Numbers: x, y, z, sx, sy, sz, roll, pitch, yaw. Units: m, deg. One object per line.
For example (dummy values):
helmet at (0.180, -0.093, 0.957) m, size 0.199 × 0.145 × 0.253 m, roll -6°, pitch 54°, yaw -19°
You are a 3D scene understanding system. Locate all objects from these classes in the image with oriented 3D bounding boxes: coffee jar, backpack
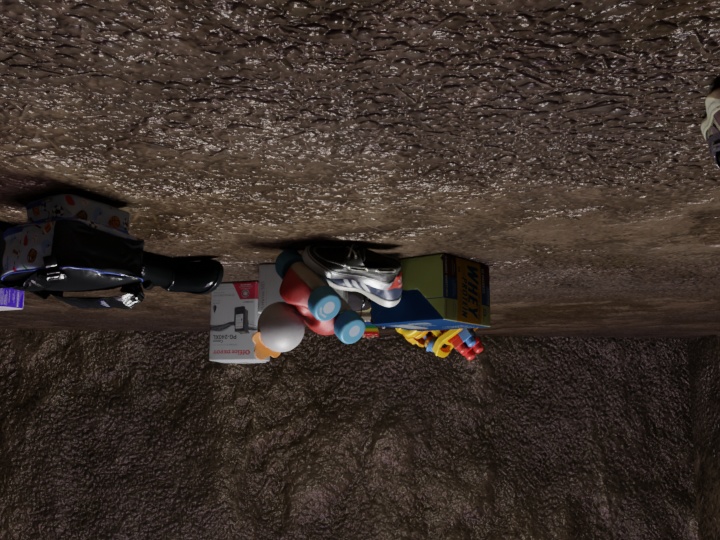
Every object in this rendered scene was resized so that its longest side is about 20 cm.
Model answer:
coffee jar at (0.038, 0.063, 1.900) m, size 0.103 × 0.088 × 0.197 m, roll -5°, pitch 171°, yaw 41°
backpack at (-0.443, -0.027, 1.155) m, size 0.186 × 0.158 × 0.199 m, roll -13°, pitch 160°, yaw 26°

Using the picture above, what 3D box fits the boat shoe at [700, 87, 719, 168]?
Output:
boat shoe at (0.380, -0.129, 0.766) m, size 0.070 × 0.067 × 0.199 m, roll -6°, pitch 170°, yaw 25°

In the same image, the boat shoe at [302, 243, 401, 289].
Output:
boat shoe at (-0.015, -0.022, 1.477) m, size 0.195 × 0.072 × 0.064 m, roll 13°, pitch 134°, yaw -22°

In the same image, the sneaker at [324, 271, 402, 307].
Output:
sneaker at (0.000, 0.000, 1.605) m, size 0.195 × 0.086 × 0.075 m, roll 19°, pitch -146°, yaw 10°

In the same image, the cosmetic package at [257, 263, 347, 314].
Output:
cosmetic package at (-0.127, 0.044, 1.713) m, size 0.194 × 0.116 × 0.081 m, roll -3°, pitch 170°, yaw 9°

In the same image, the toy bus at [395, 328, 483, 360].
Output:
toy bus at (0.206, 0.144, 1.877) m, size 0.199 × 0.194 × 0.135 m, roll -38°, pitch 157°, yaw 17°

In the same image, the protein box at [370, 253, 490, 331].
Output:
protein box at (0.155, 0.055, 1.689) m, size 0.195 × 0.139 × 0.198 m, roll -7°, pitch 168°, yaw 38°

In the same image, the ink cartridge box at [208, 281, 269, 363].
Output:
ink cartridge box at (-0.315, 0.138, 2.004) m, size 0.141 × 0.206 × 0.083 m, roll -3°, pitch 171°, yaw 22°

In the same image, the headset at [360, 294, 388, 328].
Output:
headset at (0.037, 0.079, 1.787) m, size 0.197 × 0.127 × 0.093 m, roll -21°, pitch -175°, yaw -32°

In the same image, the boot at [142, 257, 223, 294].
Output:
boot at (-0.408, 0.004, 1.615) m, size 0.194 × 0.076 × 0.161 m, roll -5°, pitch 166°, yaw 35°

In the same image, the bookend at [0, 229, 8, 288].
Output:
bookend at (-0.597, -0.033, 1.309) m, size 0.193 × 0.095 × 0.200 m, roll -2°, pitch 169°, yaw 3°

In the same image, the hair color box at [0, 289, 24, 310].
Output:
hair color box at (-1.008, 0.066, 2.023) m, size 0.107 × 0.067 × 0.198 m, roll -4°, pitch 172°, yaw 31°

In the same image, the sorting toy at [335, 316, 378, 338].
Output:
sorting toy at (-0.013, 0.220, 2.929) m, size 0.194 × 0.072 × 0.199 m, roll 0°, pitch 171°, yaw -1°

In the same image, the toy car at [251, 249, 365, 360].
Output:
toy car at (-0.127, 0.101, 1.501) m, size 0.177 × 0.200 × 0.184 m, roll 45°, pitch 179°, yaw -44°
